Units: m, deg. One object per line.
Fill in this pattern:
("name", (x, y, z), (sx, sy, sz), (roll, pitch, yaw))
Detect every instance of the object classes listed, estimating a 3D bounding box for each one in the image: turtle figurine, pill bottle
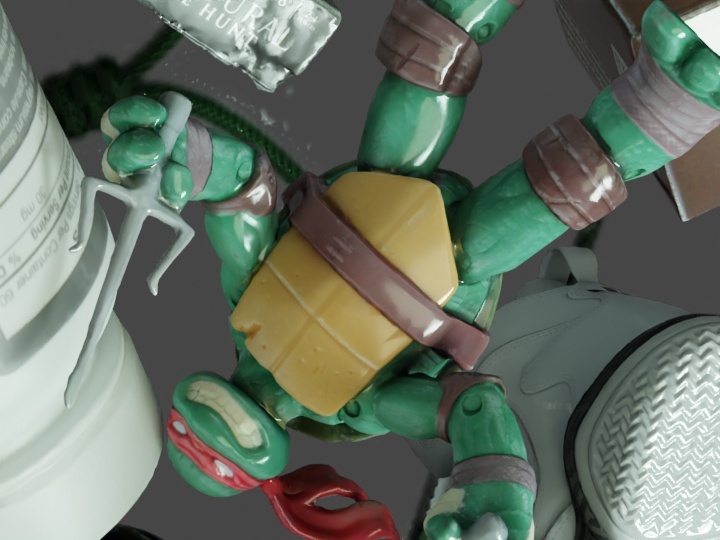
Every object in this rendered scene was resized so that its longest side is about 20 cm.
("turtle figurine", (0.000, 0.000, 0.698), (0.150, 0.101, 0.200), (39, 96, -5))
("pill bottle", (-0.128, -0.019, 0.682), (0.113, 0.113, 0.201), (-30, 123, -11))

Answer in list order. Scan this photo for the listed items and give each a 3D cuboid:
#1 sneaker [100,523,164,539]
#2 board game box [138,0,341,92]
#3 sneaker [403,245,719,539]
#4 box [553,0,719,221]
("sneaker", (-0.047, 0.112, 0.794), (0.199, 0.075, 0.085), (6, 145, -30))
("board game box", (-0.101, -0.127, 0.630), (0.200, 0.135, 0.028), (32, 105, -35))
("sneaker", (0.057, 0.092, 0.826), (0.075, 0.115, 0.201), (10, 106, -30))
("box", (0.156, -0.102, 0.770), (0.199, 0.100, 0.075), (-21, 129, -2))
